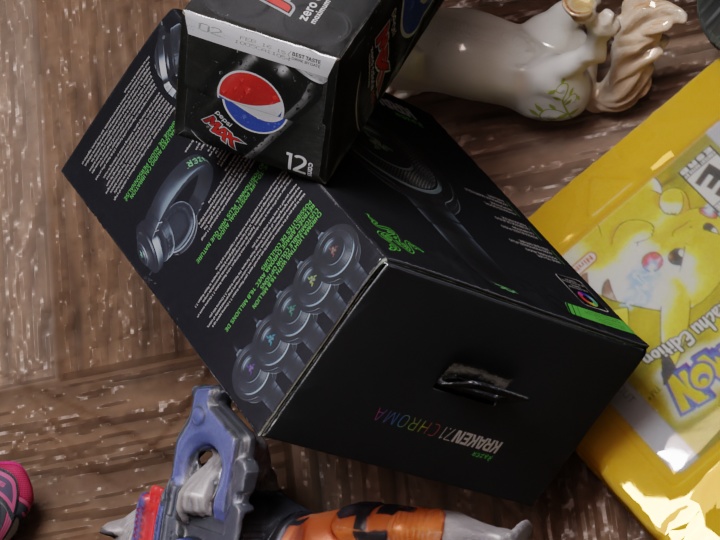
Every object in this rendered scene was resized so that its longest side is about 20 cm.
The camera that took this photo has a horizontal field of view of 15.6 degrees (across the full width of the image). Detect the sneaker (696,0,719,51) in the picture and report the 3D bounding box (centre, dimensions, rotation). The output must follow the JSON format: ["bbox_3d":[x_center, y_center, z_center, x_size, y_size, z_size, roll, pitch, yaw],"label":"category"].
[{"bbox_3d":[0.225,-0.096,1.187,0.076,0.114,0.200,-50,32,13],"label":"sneaker"}]

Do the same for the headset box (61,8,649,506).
[{"bbox_3d":[0.000,0.000,1.113,0.093,0.174,0.200,-54,47,16],"label":"headset box"}]

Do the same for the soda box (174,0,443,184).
[{"bbox_3d":[-0.005,-0.123,1.076,0.071,0.063,0.200,18,43,12],"label":"soda box"}]

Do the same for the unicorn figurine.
[{"bbox_3d":[0.042,-0.111,1.221,0.199,0.137,0.074,25,65,8],"label":"unicorn figurine"}]

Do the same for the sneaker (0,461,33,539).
[{"bbox_3d":[-0.235,0.067,1.241,0.075,0.081,0.200,-37,70,-19],"label":"sneaker"}]

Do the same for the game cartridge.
[{"bbox_3d":[0.163,0.025,1.169,0.176,0.032,0.200,-40,62,-4],"label":"game cartridge"}]

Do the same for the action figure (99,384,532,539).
[{"bbox_3d":[-0.033,0.158,1.152,0.193,0.104,0.201,21,99,30],"label":"action figure"}]
